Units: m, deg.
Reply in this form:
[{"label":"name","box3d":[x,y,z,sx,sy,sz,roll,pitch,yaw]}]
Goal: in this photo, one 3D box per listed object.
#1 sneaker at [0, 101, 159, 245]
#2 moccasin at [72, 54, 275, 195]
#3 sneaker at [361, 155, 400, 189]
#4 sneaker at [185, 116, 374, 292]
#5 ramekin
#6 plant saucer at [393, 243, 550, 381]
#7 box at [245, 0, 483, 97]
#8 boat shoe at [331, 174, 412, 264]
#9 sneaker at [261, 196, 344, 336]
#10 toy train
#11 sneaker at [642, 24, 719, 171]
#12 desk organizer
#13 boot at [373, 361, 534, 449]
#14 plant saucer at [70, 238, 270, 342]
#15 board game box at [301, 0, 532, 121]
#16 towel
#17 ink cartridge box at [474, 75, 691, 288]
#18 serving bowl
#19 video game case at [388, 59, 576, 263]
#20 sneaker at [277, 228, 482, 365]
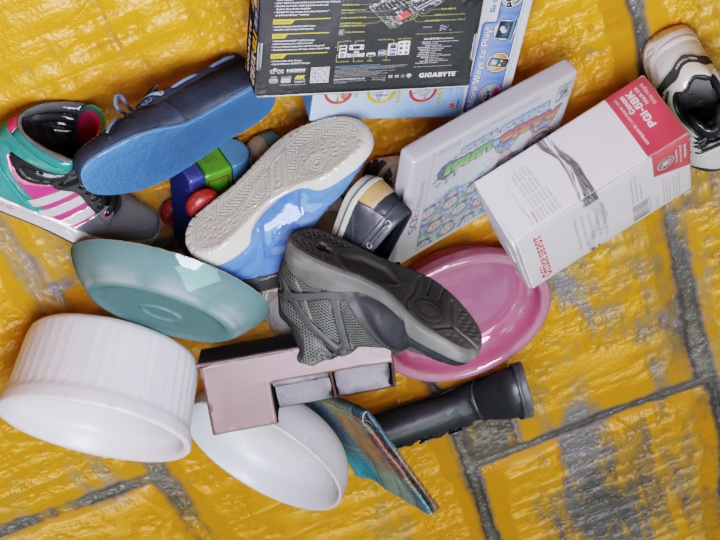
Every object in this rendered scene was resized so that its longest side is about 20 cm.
[{"label":"sneaker","box3d":[-0.255,-0.094,1.377,0.200,0.084,0.121,20,133,-31]},{"label":"moccasin","box3d":[-0.173,-0.132,1.340,0.200,0.068,0.080,-26,146,-23]},{"label":"sneaker","box3d":[0.039,-0.034,1.535,0.085,0.077,0.200,-7,138,-24]},{"label":"sneaker","box3d":[-0.061,-0.055,1.396,0.200,0.077,0.111,-39,144,-3]},{"label":"ramekin","box3d":[-0.262,0.120,1.514,0.200,0.098,0.200,9,158,4]},{"label":"plant saucer","box3d":[0.109,0.040,1.637,0.200,0.051,0.201,-11,138,-10]},{"label":"box","box3d":[0.006,-0.229,1.270,0.200,0.049,0.160,-5,132,-13]},{"label":"boat shoe","box3d":[0.000,0.000,1.419,0.075,0.062,0.200,-39,156,-47]},{"label":"sneaker","box3d":[-0.052,0.021,1.542,0.076,0.092,0.200,0,134,-18]},{"label":"toy train","box3d":[-0.131,-0.048,1.470,0.116,0.085,0.200,-21,142,-21]},{"label":"sneaker","box3d":[0.340,-0.153,1.504,0.076,0.088,0.200,-29,136,8]},{"label":"desk organizer","box3d":[-0.062,0.108,1.527,0.200,0.072,0.077,-10,100,-1]},{"label":"boot","box3d":[0.092,0.163,1.705,0.200,0.066,0.165,-13,170,-3]},{"label":"plant saucer","box3d":[-0.187,0.027,1.419,0.200,0.036,0.200,14,162,5]},{"label":"board game box","box3d":[0.053,-0.233,1.355,0.196,0.056,0.200,-3,133,-15]},{"label":"towel","box3d":[0.002,0.191,1.613,0.022,0.200,0.147,-41,109,-14]},{"label":"ink cartridge box","box3d":[0.224,-0.085,1.483,0.200,0.083,0.147,-32,157,0]},{"label":"serving bowl","box3d":[-0.095,0.186,1.661,0.200,0.066,0.200,24,150,15]},{"label":"video game case","box3d":[0.115,-0.103,1.443,0.200,0.024,0.182,-30,155,-21]},{"label":"sneaker","box3d":[0.011,0.050,1.360,0.199,0.076,0.114,24,126,6]}]
